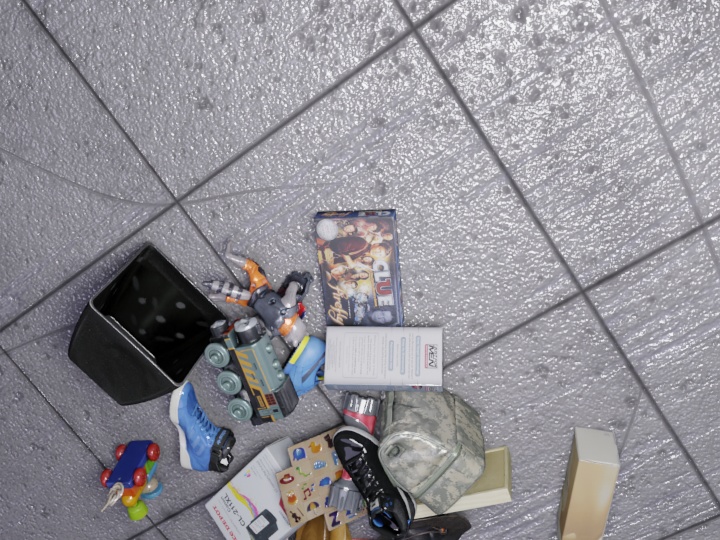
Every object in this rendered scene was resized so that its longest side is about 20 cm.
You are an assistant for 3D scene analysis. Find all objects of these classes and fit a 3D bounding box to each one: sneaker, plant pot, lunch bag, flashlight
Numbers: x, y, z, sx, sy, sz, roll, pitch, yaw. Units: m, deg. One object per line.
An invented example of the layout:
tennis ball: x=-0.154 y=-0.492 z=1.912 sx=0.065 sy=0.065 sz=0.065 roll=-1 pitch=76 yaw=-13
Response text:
sneaker: x=0.021 y=0.355 z=1.428 sx=0.073 sy=0.112 sz=0.201 roll=-39 pitch=93 yaw=16
plant pot: x=-0.382 y=0.113 z=1.484 sx=0.200 sy=0.200 sz=0.177 roll=44 pitch=125 yaw=-10
lunch bag: x=0.108 y=0.281 z=1.456 sx=0.167 sy=0.201 sz=0.140 roll=38 pitch=112 yaw=-12
flashlight: x=-0.015 y=0.319 z=1.518 sx=0.067 sy=0.068 sz=0.203 roll=11 pitch=84 yaw=29
sneaker: x=-0.284 y=0.292 z=1.594 sx=0.109 sy=0.077 sz=0.203 roll=6 pitch=119 yaw=14
sneaker: x=-0.116 y=0.204 z=1.534 sx=0.078 sy=0.066 sz=0.201 roll=31 pitch=115 yaw=-8

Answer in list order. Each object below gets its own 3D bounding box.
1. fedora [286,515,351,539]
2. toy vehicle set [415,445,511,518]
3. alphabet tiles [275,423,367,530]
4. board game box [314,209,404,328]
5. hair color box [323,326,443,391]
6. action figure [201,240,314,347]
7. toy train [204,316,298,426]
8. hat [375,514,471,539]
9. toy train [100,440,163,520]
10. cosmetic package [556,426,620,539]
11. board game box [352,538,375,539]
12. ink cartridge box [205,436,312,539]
fedora: x=-0.074 y=0.516 z=1.631 sx=0.081 sy=0.202 sz=0.201 roll=21 pitch=124 yaw=-43
toy vehicle set: x=0.169 y=0.376 z=1.523 sx=0.197 sy=0.125 sz=0.027 roll=-15 pitch=110 yaw=17
alphabet tiles: x=-0.050 y=0.372 z=1.535 sx=0.198 sy=0.008 sz=0.170 roll=-18 pitch=95 yaw=-25
board game box: x=0.000 y=0.000 z=1.439 sx=0.133 sy=0.035 sz=0.203 roll=-2 pitch=113 yaw=11
hair color box: x=0.041 y=0.149 z=1.450 sx=0.197 sy=0.061 sz=0.101 roll=0 pitch=72 yaw=7
action figure: x=-0.178 y=0.073 z=1.470 sx=0.192 sy=0.105 sz=0.202 roll=32 pitch=112 yaw=7
toy train: x=-0.182 y=0.170 z=1.453 sx=0.112 sy=0.085 sz=0.202 roll=-12 pitch=109 yaw=22
hat: x=0.101 y=0.466 z=1.589 sx=0.197 sy=0.082 sz=0.202 roll=-10 pitch=143 yaw=-8
toy train: x=-0.434 y=0.423 z=1.616 sx=0.083 sy=0.201 sz=0.117 roll=-5 pitch=117 yaw=12
cosmetic package: x=0.394 y=0.387 z=1.499 sx=0.070 sy=0.105 sz=0.203 roll=8 pitch=113 yaw=7
board game box: x=-0.010 y=0.576 z=1.702 sx=0.197 sy=0.019 sz=0.104 roll=0 pitch=112 yaw=11
ink cartridge box: x=-0.175 y=0.434 z=1.608 sx=0.200 sy=0.083 sz=0.146 roll=-45 pitch=74 yaw=24
